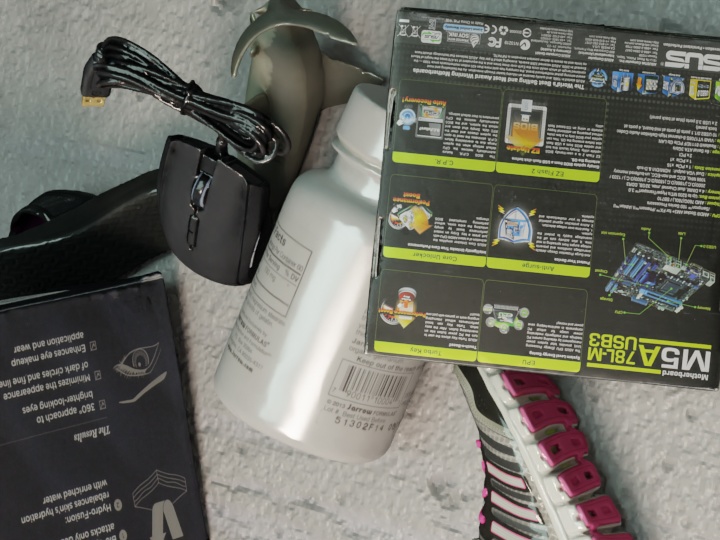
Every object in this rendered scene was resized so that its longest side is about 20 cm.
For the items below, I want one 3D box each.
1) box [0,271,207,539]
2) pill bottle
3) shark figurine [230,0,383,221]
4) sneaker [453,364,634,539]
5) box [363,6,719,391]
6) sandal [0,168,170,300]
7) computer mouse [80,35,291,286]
[{"bbox_3d":[-0.206,0.117,1.586,0.117,0.196,0.201,-8,92,35],"label":"box"},{"bbox_3d":[0.000,0.000,1.503,0.114,0.114,0.201,31,106,31],"label":"pill bottle"},{"bbox_3d":[-0.029,-0.120,1.536,0.089,0.215,0.129,8,60,-2],"label":"shark figurine"},{"bbox_3d":[0.091,0.134,1.462,0.087,0.074,0.201,-32,77,24],"label":"sneaker"},{"bbox_3d":[0.108,-0.040,1.414,0.198,0.048,0.195,5,96,3],"label":"box"},{"bbox_3d":[-0.175,-0.027,1.665,0.199,0.075,0.048,-20,53,26],"label":"sandal"},{"bbox_3d":[-0.113,-0.055,1.529,0.140,0.200,0.046,31,65,10],"label":"computer mouse"}]
